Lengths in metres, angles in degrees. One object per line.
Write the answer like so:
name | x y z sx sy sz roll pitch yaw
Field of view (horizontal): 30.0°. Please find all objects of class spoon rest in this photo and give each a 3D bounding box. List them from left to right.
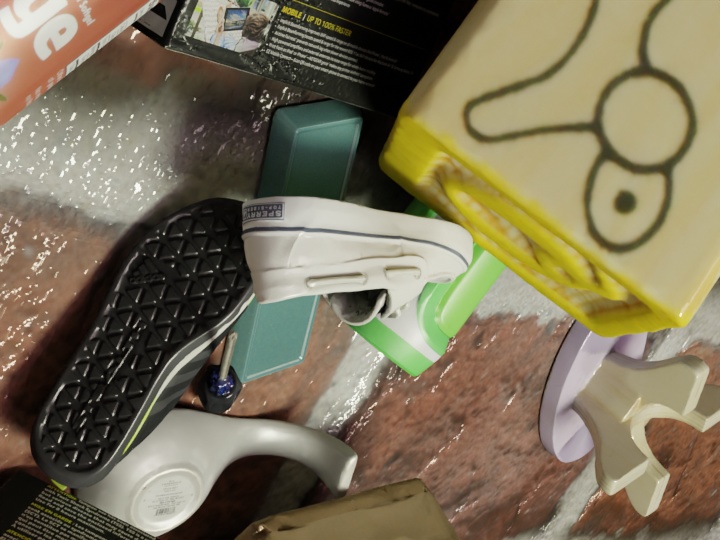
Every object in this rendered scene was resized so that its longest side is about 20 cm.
spoon rest | -0.100 0.133 0.905 0.198 0.061 0.100 1 119 -35

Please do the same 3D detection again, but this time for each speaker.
speaker | 0.070 -0.029 0.925 0.201 0.088 0.088 -53 146 0

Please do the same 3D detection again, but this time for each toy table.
toy table | 0.250 0.127 1.249 0.183 0.117 0.202 -33 142 -26

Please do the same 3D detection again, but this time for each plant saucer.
plant saucer | -0.043 -0.014 0.863 0.069 0.019 0.202 -16 132 -42

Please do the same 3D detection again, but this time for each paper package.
paper package | -0.040 0.252 0.970 0.189 0.104 0.200 -5 147 -47

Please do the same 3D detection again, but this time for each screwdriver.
screwdriver | -0.084 0.061 0.795 0.029 0.028 0.200 -28 171 -10

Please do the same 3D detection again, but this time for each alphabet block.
alphabet block | 0.145 -0.098 0.788 0.201 0.194 0.196 -53 178 -6

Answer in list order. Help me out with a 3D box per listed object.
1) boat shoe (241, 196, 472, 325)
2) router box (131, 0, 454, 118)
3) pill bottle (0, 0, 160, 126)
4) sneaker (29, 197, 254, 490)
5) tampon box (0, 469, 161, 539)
boat shoe | 0.000 0.000 0.797 0.199 0.073 0.066 7 80 -49
router box | -0.019 -0.174 0.717 0.199 0.051 0.151 8 112 -53
pill bottle | -0.140 -0.139 0.553 0.200 0.112 0.113 -42 145 -15
sneaker | -0.125 0.042 0.794 0.201 0.072 0.083 -50 175 -6
tampon box | -0.197 0.236 0.734 0.200 0.125 0.151 -55 170 -69
